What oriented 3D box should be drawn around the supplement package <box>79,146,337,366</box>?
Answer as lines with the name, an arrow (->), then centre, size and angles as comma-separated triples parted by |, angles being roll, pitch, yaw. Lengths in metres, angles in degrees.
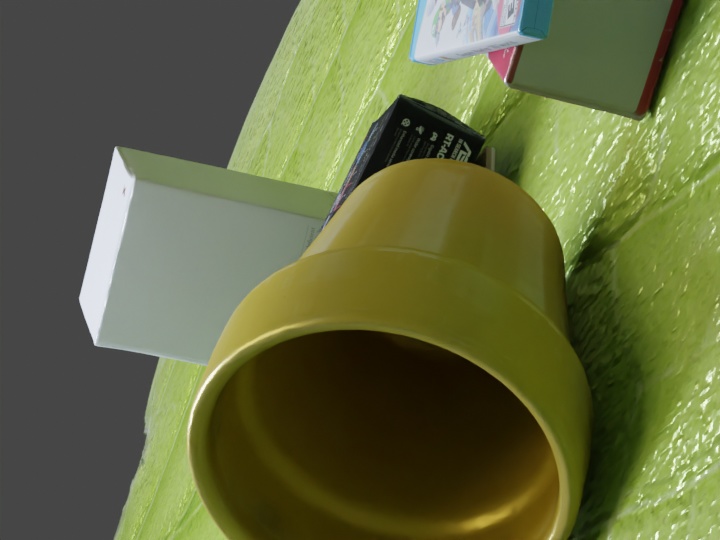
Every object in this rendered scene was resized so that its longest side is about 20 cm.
supplement package -> -0.077, 0.000, 1.825 | 0.117, 0.199, 0.117 | -125, 49, -72

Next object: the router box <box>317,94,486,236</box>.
router box -> 0.000, 0.000, 1.652 | 0.200, 0.062, 0.150 | -64, 4, -5

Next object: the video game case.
video game case -> 0.070, -0.184, 1.401 | 0.200, 0.018, 0.144 | -178, 98, -76

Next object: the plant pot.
plant pot -> 0.028, 0.046, 1.404 | 0.189, 0.200, 0.201 | -72, 4, -50

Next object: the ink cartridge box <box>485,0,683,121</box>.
ink cartridge box -> 0.112, -0.185, 1.447 | 0.200, 0.083, 0.146 | -112, 36, -67

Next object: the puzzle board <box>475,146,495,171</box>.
puzzle board -> 0.054, 0.047, 1.639 | 0.151, 0.017, 0.201 | 123, 154, -54
